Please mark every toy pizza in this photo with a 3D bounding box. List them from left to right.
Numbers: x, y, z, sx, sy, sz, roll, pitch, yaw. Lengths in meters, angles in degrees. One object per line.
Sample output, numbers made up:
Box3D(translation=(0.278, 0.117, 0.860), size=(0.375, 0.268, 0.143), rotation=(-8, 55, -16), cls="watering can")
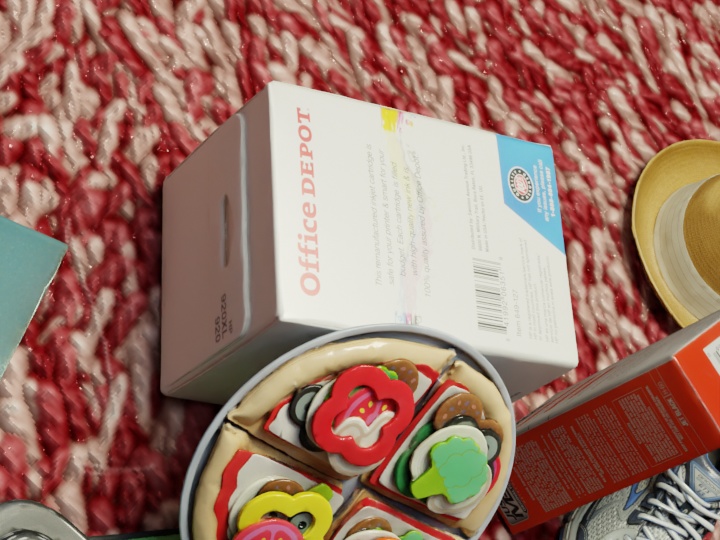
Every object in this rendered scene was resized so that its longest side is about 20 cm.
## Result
Box3D(translation=(-0.001, 0.120, 0.968), size=(0.200, 0.200, 0.032), rotation=(10, 22, -30), cls="toy pizza")

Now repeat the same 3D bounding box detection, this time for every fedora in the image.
Box3D(translation=(0.292, -0.023, 1.291), size=(0.201, 0.082, 0.201), rotation=(14, 61, -28), cls="fedora")

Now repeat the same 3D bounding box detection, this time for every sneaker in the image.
Box3D(translation=(0.197, 0.148, 1.148), size=(0.077, 0.085, 0.200), rotation=(42, 53, -10), cls="sneaker")

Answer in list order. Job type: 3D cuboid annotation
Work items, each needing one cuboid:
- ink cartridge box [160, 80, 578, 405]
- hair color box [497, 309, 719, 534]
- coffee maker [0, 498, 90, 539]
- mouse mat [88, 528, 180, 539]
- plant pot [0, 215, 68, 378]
Box3D(translation=(0.000, 0.000, 1.044), size=(0.200, 0.145, 0.147), rotation=(11, 62, -30), cls="ink cartridge box")
Box3D(translation=(0.166, 0.089, 1.080), size=(0.102, 0.200, 0.061), rotation=(-30, 88, -39), cls="hair color box")
Box3D(translation=(-0.178, 0.176, 0.806), size=(0.135, 0.200, 0.192), rotation=(30, 57, -19), cls="coffee maker")
Box3D(translation=(-0.066, 0.219, 0.988), size=(0.200, 0.008, 0.161), rotation=(-1, 69, -33), cls="mouse mat")
Box3D(translation=(-0.276, 0.023, 0.859), size=(0.200, 0.141, 0.141), rotation=(29, 55, -11), cls="plant pot")
